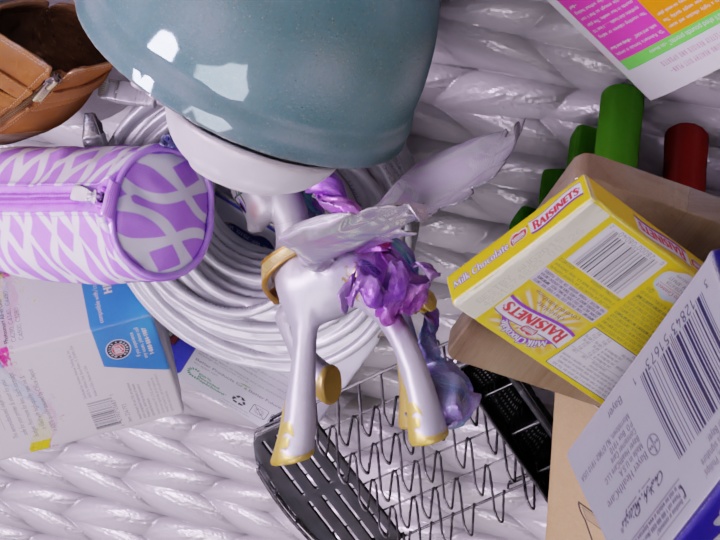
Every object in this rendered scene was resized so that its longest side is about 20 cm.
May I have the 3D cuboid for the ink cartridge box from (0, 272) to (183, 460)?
[{"bbox_3d":[-0.224,0.061,1.870,0.199,0.067,0.116,-14,143,-1],"label":"ink cartridge box"}]

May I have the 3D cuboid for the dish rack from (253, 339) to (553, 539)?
[{"bbox_3d":[0.035,0.126,1.901,0.200,0.055,0.154,-24,123,17],"label":"dish rack"}]

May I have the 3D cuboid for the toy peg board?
[{"bbox_3d":[0.182,-0.008,1.699,0.199,0.098,0.200,18,144,-12],"label":"toy peg board"}]

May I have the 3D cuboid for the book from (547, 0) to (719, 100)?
[{"bbox_3d":[0.131,-0.187,1.550,0.200,0.048,0.134,43,142,-16],"label":"book"}]

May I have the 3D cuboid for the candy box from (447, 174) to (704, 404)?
[{"bbox_3d":[0.149,0.026,1.610,0.102,0.026,0.200,-36,133,24],"label":"candy box"}]

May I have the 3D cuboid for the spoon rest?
[{"bbox_3d":[-0.076,-0.094,1.610,0.099,0.200,0.061,12,106,-26],"label":"spoon rest"}]

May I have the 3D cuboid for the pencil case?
[{"bbox_3d":[-0.170,-0.034,1.703,0.085,0.084,0.200,3,177,-40],"label":"pencil case"}]

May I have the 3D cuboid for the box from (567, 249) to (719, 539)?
[{"bbox_3d":[0.248,0.083,1.595,0.199,0.105,0.184,-2,142,-30],"label":"box"}]

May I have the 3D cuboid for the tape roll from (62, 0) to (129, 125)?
[{"bbox_3d":[-0.212,-0.175,1.778,0.202,0.037,0.203,18,141,15],"label":"tape roll"}]

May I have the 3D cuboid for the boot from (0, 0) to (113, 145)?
[{"bbox_3d":[-0.245,-0.116,1.687,0.155,0.200,0.074,-26,74,57],"label":"boot"}]

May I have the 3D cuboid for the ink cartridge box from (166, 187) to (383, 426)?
[{"bbox_3d":[-0.082,0.010,1.904,0.197,0.047,0.200,32,139,-3],"label":"ink cartridge box"}]

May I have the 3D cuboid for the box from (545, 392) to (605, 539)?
[{"bbox_3d":[0.182,0.177,1.824,0.163,0.021,0.200,34,140,34],"label":"box"}]

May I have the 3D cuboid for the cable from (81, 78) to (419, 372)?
[{"bbox_3d":[-0.061,-0.036,1.772,0.199,0.069,0.201,2,117,14],"label":"cable"}]

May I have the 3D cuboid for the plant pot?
[{"bbox_3d":[-0.037,-0.167,1.579,0.200,0.200,0.134,28,115,1],"label":"plant pot"}]

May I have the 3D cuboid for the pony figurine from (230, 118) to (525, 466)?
[{"bbox_3d":[0.000,0.000,1.652,0.193,0.166,0.201,-10,99,36],"label":"pony figurine"}]
